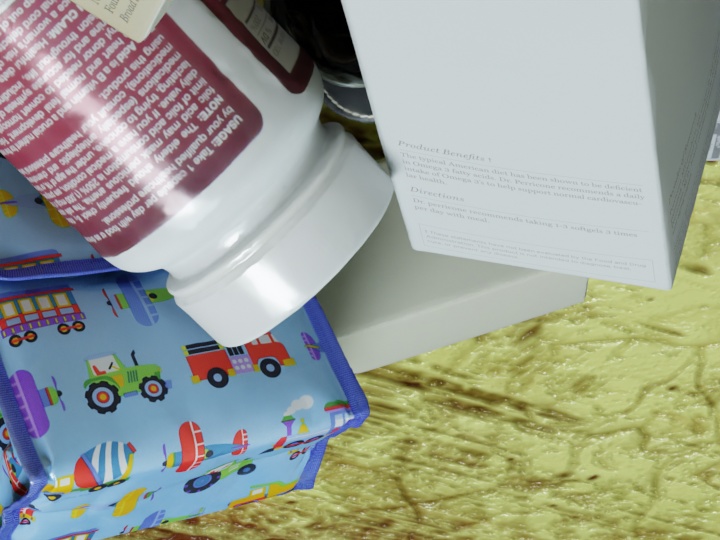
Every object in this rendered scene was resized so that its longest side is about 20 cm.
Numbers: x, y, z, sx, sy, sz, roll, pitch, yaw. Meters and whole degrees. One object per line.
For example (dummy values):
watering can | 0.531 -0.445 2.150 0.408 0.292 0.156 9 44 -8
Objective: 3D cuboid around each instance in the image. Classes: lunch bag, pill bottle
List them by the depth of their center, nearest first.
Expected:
pill bottle | -0.088 -0.073 1.028 0.200 0.114 0.114 47 133 -14
lunch bag | -0.107 0.003 1.118 0.150 0.200 0.094 -11 158 -25

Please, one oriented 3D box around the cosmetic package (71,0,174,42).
cosmetic package | -0.129 -0.176 0.885 0.200 0.073 0.104 31 146 -3

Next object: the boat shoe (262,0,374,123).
boat shoe | -0.005 -0.111 1.093 0.074 0.060 0.200 -1 150 1

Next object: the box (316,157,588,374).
box | 0.000 0.000 1.212 0.200 0.082 0.068 -16 161 -4

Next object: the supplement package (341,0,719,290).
supplement package | 0.072 -0.099 1.027 0.117 0.117 0.200 10 151 16

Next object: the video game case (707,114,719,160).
video game case | 0.180 -0.108 1.145 0.182 0.023 0.200 0 149 -1
